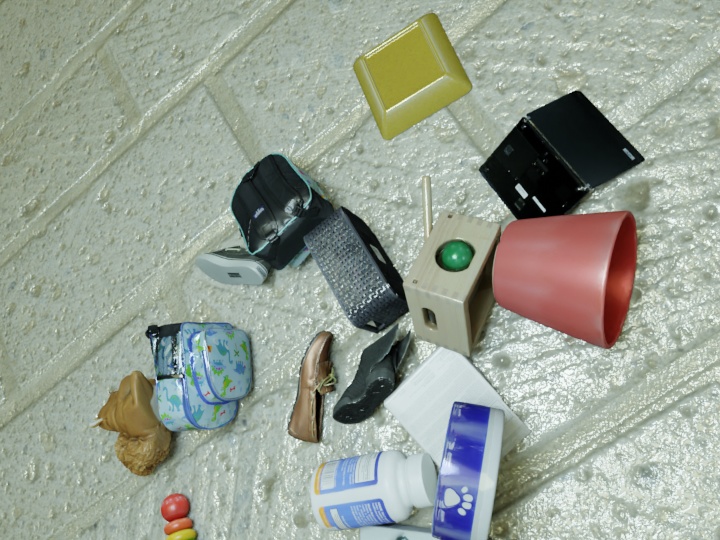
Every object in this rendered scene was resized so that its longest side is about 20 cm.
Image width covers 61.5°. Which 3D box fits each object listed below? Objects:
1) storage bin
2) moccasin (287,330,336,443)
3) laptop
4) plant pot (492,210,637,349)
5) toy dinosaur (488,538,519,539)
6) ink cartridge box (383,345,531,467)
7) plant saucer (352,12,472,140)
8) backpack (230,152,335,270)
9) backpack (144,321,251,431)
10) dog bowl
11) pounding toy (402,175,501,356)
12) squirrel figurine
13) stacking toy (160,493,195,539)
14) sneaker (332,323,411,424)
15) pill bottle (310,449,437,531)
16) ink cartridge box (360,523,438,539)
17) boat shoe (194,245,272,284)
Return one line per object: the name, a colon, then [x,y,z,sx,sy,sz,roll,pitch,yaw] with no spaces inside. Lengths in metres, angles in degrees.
storage bin: [0.000,0.000,1.089,0.093,0.135,0.201,-36,67,13]
moccasin: [-0.078,0.213,1.114,0.077,0.074,0.204,10,80,16]
laptop: [0.339,-0.182,1.047,0.200,0.102,0.178,-51,60,35]
plant pot: [0.311,0.002,0.931,0.175,0.200,0.203,10,83,35]
toy dinosaur: [0.219,0.463,0.945,0.198,0.058,0.102,28,75,23]
ink cartridge box: [0.161,0.243,1.025,0.161,0.050,0.200,-45,83,9]
plant saucer: [0.089,-0.390,1.184,0.198,0.048,0.202,-28,68,17]
backpack: [-0.153,-0.118,1.171,0.176,0.153,0.200,-46,56,10]
backpack: [-0.299,0.201,1.156,0.145,0.183,0.203,-8,80,23]
dog bowl: [0.161,0.301,0.900,0.078,0.200,0.203,9,82,13]
pounding toy: [0.140,-0.008,0.974,0.141,0.201,0.185,17,59,26]
squirrel figurine: [-0.465,0.317,1.233,0.185,0.141,0.203,-17,70,27]
stacking toy: [-0.342,0.533,1.167,0.085,0.085,0.202,-28,62,16]
sneaker: [0.019,0.187,1.081,0.200,0.059,0.105,-48,23,37]
pill bottle: [0.025,0.364,1.012,0.197,0.112,0.114,-16,72,20]
ink cartridge box: [0.086,0.504,0.965,0.198,0.043,0.176,-12,73,38]
boat shoe: [-0.258,-0.014,1.254,0.198,0.071,0.064,7,49,33]
